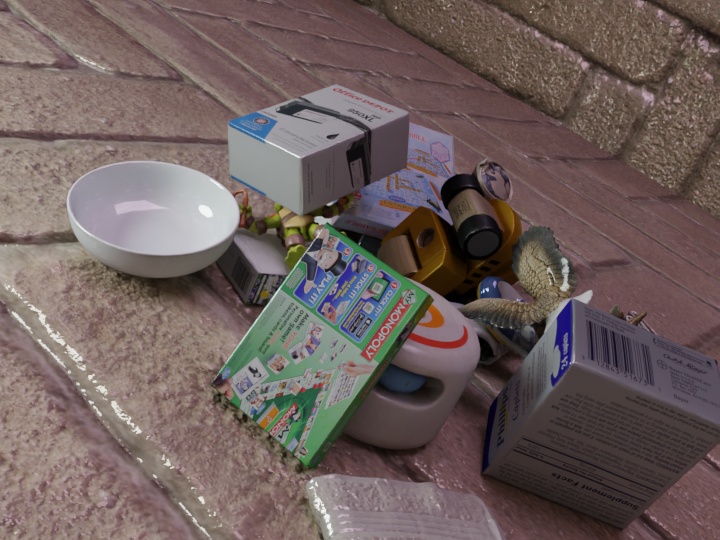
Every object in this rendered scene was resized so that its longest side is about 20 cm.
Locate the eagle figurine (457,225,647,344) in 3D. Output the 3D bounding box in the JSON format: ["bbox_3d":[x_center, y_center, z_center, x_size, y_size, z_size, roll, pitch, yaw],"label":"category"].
[{"bbox_3d":[0.208,0.043,1.036,0.151,0.152,0.200,-9,42,-46],"label":"eagle figurine"}]

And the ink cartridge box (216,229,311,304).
[{"bbox_3d":[-0.079,0.002,1.135,0.199,0.051,0.109,7,28,-39],"label":"ink cartridge box"}]

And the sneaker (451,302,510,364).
[{"bbox_3d":[0.174,0.096,1.189,0.199,0.073,0.071,8,51,-32],"label":"sneaker"}]

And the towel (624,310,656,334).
[{"bbox_3d":[0.353,0.157,1.072,0.034,0.201,0.133,-20,43,-11],"label":"towel"}]

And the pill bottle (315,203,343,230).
[{"bbox_3d":[-0.010,-0.126,1.385,0.119,0.120,0.199,38,26,27],"label":"pill bottle"}]

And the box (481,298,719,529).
[{"bbox_3d":[0.256,0.158,0.933,0.183,0.201,0.105,23,39,-7],"label":"box"}]

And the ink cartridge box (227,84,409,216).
[{"bbox_3d":[-0.052,-0.164,1.133,0.144,0.085,0.199,29,41,34],"label":"ink cartridge box"}]

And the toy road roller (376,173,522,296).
[{"bbox_3d":[0.136,-0.018,1.200,0.146,0.200,0.123,36,26,-37],"label":"toy road roller"}]

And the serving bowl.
[{"bbox_3d":[-0.246,-0.052,1.033,0.198,0.066,0.201,9,35,-7],"label":"serving bowl"}]

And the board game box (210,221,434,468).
[{"bbox_3d":[-0.039,0.071,0.851,0.134,0.201,0.029,35,-3,21],"label":"board game box"}]

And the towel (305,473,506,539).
[{"bbox_3d":[0.055,0.245,0.777,0.199,0.035,0.133,13,26,-27],"label":"towel"}]

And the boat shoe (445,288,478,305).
[{"bbox_3d":[0.129,0.013,1.291,0.073,0.075,0.200,8,20,-16],"label":"boat shoe"}]

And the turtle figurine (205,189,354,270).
[{"bbox_3d":[-0.087,-0.054,1.099,0.198,0.065,0.161,-9,34,-19],"label":"turtle figurine"}]

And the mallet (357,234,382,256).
[{"bbox_3d":[0.000,0.000,1.241,0.066,0.041,0.200,30,27,7],"label":"mallet"}]

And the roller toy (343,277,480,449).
[{"bbox_3d":[0.033,0.088,0.950,0.182,0.141,0.199,38,25,26],"label":"roller toy"}]

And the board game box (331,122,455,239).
[{"bbox_3d":[0.052,-0.137,1.292,0.199,0.041,0.201,15,59,-25],"label":"board game box"}]

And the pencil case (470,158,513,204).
[{"bbox_3d":[0.172,-0.113,1.451,0.089,0.200,0.078,44,53,-8],"label":"pencil case"}]

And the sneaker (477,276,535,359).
[{"bbox_3d":[0.238,0.081,1.141,0.200,0.088,0.075,51,47,-5],"label":"sneaker"}]
